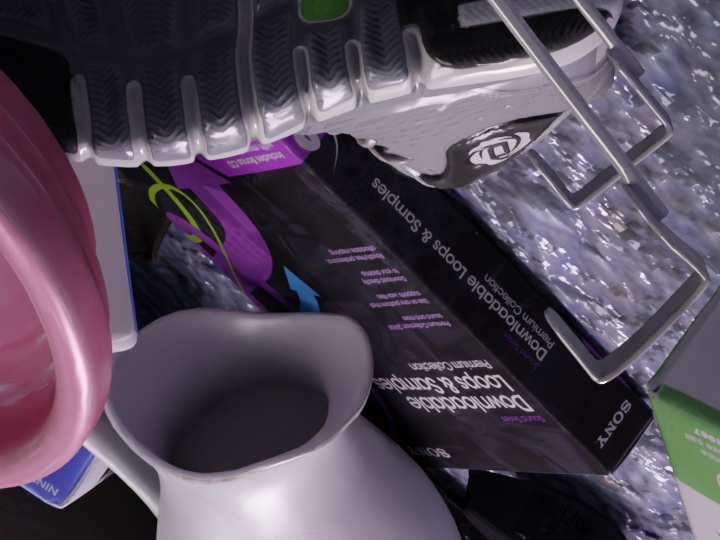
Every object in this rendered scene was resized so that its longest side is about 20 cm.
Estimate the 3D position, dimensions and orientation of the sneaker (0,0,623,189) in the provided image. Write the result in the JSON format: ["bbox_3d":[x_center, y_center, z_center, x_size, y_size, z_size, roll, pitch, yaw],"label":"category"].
[{"bbox_3d":[-0.019,-0.052,0.833,0.199,0.075,0.116,-4,160,9],"label":"sneaker"}]

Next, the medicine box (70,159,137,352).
[{"bbox_3d":[-0.173,-0.055,1.005,0.200,0.103,0.183,-1,97,59],"label":"medicine box"}]

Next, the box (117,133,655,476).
[{"bbox_3d":[0.000,0.000,1.052,0.200,0.036,0.143,44,159,-19],"label":"box"}]

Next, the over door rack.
[{"bbox_3d":[0.033,-0.094,0.643,0.201,0.066,0.148,63,-170,-13],"label":"over door rack"}]

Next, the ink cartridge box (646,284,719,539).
[{"bbox_3d":[0.181,0.089,0.865,0.146,0.084,0.200,26,157,30],"label":"ink cartridge box"}]

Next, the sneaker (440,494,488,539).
[{"bbox_3d":[0.033,0.140,1.259,0.200,0.079,0.096,45,170,6],"label":"sneaker"}]

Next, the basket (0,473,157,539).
[{"bbox_3d":[-0.098,0.163,1.306,0.136,0.180,0.200,51,166,-23],"label":"basket"}]

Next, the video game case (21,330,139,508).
[{"bbox_3d":[-0.179,0.020,1.247,0.200,0.046,0.181,33,-170,5],"label":"video game case"}]

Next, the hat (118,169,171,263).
[{"bbox_3d":[-0.169,-0.046,1.173,0.200,0.081,0.201,34,159,15],"label":"hat"}]

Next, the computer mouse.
[{"bbox_3d":[0.041,0.080,1.169,0.200,0.034,0.059,35,172,24],"label":"computer mouse"}]

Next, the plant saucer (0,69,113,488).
[{"bbox_3d":[-0.151,-0.022,0.806,0.200,0.051,0.201,22,145,16],"label":"plant saucer"}]

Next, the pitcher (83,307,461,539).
[{"bbox_3d":[-0.046,0.095,1.118,0.171,0.121,0.200,19,147,33],"label":"pitcher"}]
